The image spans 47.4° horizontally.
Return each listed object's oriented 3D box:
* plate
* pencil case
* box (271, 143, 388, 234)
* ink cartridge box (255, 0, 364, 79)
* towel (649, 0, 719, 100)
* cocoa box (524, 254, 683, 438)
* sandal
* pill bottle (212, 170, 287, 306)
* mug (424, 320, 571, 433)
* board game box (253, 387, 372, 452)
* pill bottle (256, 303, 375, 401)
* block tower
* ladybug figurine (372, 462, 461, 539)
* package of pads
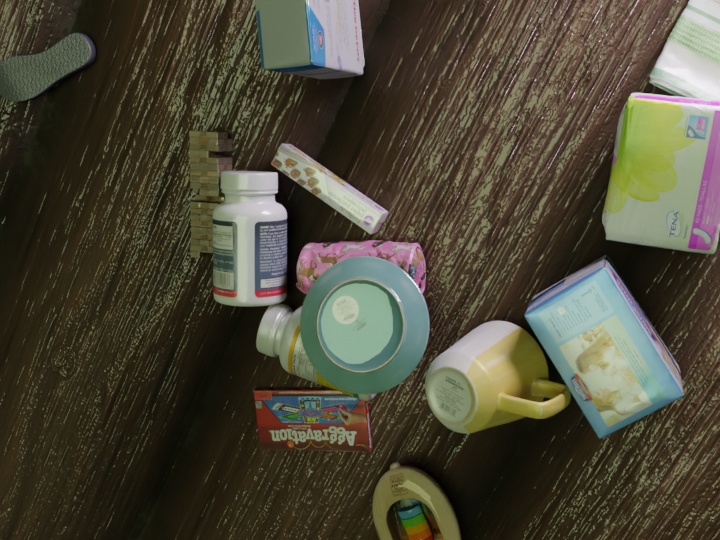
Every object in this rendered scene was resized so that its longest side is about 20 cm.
[{"bbox_3d":[0.002,0.080,1.198,0.197,0.026,0.204,-1,88,15],"label":"plate"},{"bbox_3d":[0.000,0.000,1.261,0.197,0.087,0.084,1,117,19],"label":"pencil case"},{"bbox_3d":[-0.048,-0.129,1.280,0.199,0.041,0.039,36,107,11],"label":"box"},{"bbox_3d":[-0.069,-0.355,1.169,0.083,0.200,0.147,-2,97,22],"label":"ink cartridge box"},{"bbox_3d":[0.493,-0.312,1.079,0.148,0.031,0.202,29,106,11],"label":"towel"},{"bbox_3d":[0.337,0.102,1.139,0.133,0.131,0.202,-33,87,20],"label":"cocoa box"},{"bbox_3d":[-0.542,-0.345,1.414,0.197,0.043,0.077,-17,100,10],"label":"sandal"},{"bbox_3d":[-0.173,-0.053,1.291,0.118,0.119,0.204,4,100,17],"label":"pill bottle"},{"bbox_3d":[0.181,0.153,1.160,0.185,0.152,0.151,-29,80,38],"label":"mug"},{"bbox_3d":[-0.080,0.247,1.359,0.197,0.019,0.105,-3,99,18],"label":"board game box"},{"bbox_3d":[-0.058,0.120,1.282,0.197,0.113,0.115,17,103,14],"label":"pill bottle"},{"bbox_3d":[-0.242,-0.124,1.337,0.057,0.054,0.204,6,101,18],"label":"block tower"},{"bbox_3d":[0.092,0.395,1.296,0.134,0.072,0.203,-17,93,20],"label":"ladybug figurine"},{"bbox_3d":[0.413,-0.130,1.099,0.152,0.068,0.203,9,110,17],"label":"package of pads"}]
